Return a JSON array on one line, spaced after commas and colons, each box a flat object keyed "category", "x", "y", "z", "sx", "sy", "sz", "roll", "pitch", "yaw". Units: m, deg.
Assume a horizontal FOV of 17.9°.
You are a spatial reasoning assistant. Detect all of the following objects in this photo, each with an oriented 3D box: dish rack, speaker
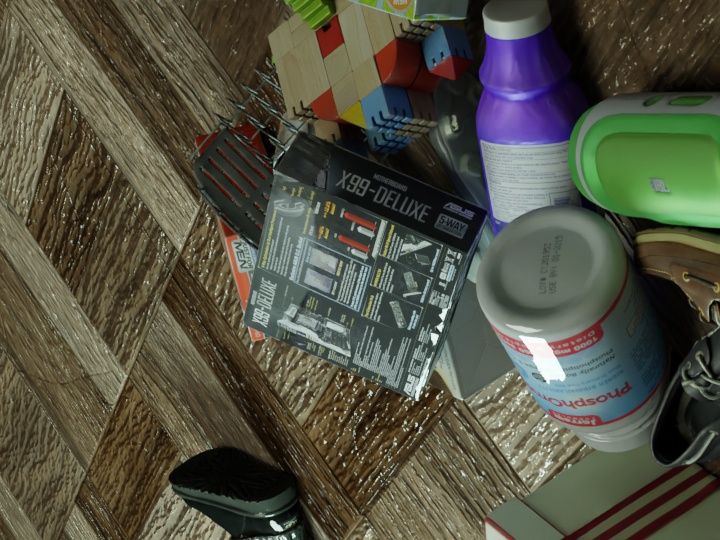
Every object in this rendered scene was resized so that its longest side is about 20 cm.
[{"category": "dish rack", "x": -0.048, "y": -0.115, "z": 1.842, "sx": 0.153, "sy": 0.200, "sz": 0.055, "roll": 44, "pitch": -173, "yaw": 28}, {"category": "speaker", "x": 0.223, "y": -0.074, "z": 1.500, "sx": 0.200, "sy": 0.088, "sz": 0.089, "roll": 6, "pitch": 122, "yaw": 59}]

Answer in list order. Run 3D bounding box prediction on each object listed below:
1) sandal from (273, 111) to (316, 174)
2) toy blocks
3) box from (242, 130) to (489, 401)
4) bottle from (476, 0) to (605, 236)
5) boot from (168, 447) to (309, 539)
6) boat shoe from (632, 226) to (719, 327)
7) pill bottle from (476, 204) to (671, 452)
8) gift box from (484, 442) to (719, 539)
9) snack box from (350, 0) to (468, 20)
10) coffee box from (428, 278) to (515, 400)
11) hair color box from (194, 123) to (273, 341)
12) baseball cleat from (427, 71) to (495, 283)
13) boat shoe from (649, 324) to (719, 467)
[{"category": "sandal", "x": -0.040, "y": -0.085, "z": 1.896, "sx": 0.079, "sy": 0.059, "sz": 0.207, "roll": 108, "pitch": 158, "yaw": -46}, {"category": "toy blocks", "x": 0.010, "y": -0.152, "z": 1.719, "sx": 0.200, "sy": 0.100, "sz": 0.137, "roll": -35, "pitch": 60, "yaw": 39}, {"category": "box", "x": 0.000, "y": 0.000, "z": 1.762, "sx": 0.157, "sy": 0.050, "sz": 0.200, "roll": 23, "pitch": 142, "yaw": 7}, {"category": "bottle", "x": 0.125, "y": -0.102, "z": 1.652, "sx": 0.083, "sy": 0.065, "sz": 0.200, "roll": 1, "pitch": 124, "yaw": 21}, {"category": "boot", "x": -0.121, "y": 0.288, "z": 2.485, "sx": 0.211, "sy": 0.079, "sz": 0.158, "roll": 17, "pitch": 131, "yaw": 54}, {"category": "boat shoe", "x": 0.243, "y": 0.007, "z": 1.529, "sx": 0.200, "sy": 0.072, "sz": 0.068, "roll": 8, "pitch": 92, "yaw": 63}, {"category": "pill bottle", "x": 0.162, "y": 0.049, "z": 1.658, "sx": 0.109, "sy": 0.109, "sz": 0.200, "roll": 37, "pitch": 168, "yaw": 38}, {"category": "gift box", "x": 0.206, "y": 0.267, "z": 1.760, "sx": 0.184, "sy": 0.186, "sz": 0.200, "roll": 33, "pitch": 142, "yaw": 44}, {"category": "snack box", "x": 0.024, "y": -0.286, "z": 1.596, "sx": 0.142, "sy": 0.053, "sz": 0.201, "roll": 26, "pitch": 115, "yaw": 51}, {"category": "coffee box", "x": 0.040, "y": 0.016, "z": 1.920, "sx": 0.200, "sy": 0.080, "sz": 0.113, "roll": 24, "pitch": 137, "yaw": 50}, {"category": "hair color box", "x": -0.095, "y": -0.037, "z": 2.039, "sx": 0.200, "sy": 0.064, "sz": 0.111, "roll": -115, "pitch": 10, "yaw": -60}, {"category": "baseball cleat", "x": 0.085, "y": -0.058, "z": 1.770, "sx": 0.106, "sy": 0.070, "sz": 0.200, "roll": -13, "pitch": 105, "yaw": 55}, {"category": "boat shoe", "x": 0.257, "y": 0.082, "z": 1.619, "sx": 0.073, "sy": 0.063, "sz": 0.200, "roll": 53, "pitch": 152, "yaw": 20}]
